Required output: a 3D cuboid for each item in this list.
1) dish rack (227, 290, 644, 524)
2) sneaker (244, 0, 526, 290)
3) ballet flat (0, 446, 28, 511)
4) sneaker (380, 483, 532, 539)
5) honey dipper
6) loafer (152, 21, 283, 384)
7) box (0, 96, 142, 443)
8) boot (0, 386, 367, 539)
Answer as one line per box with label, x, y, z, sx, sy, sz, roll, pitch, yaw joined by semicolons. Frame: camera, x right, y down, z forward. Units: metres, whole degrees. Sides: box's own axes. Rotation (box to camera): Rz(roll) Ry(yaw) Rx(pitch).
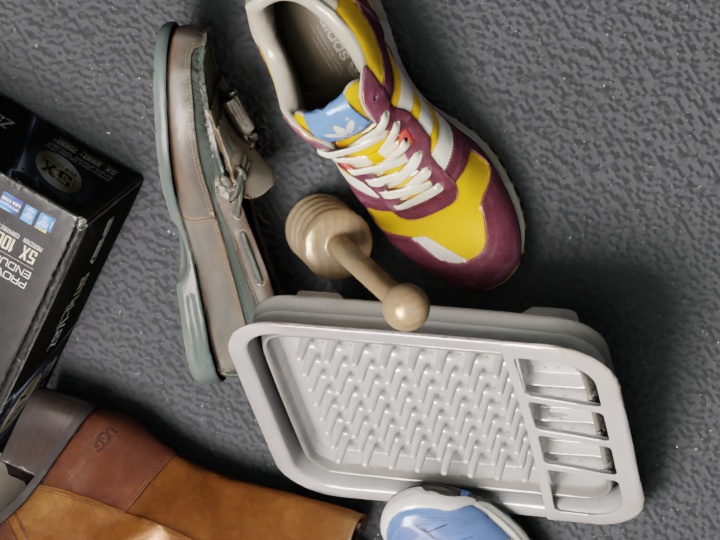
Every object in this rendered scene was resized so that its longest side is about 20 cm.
dish rack;0.043;0.064;1.429;0.199;0.044;0.172;4;147;16
sneaker;0.006;-0.067;1.406;0.075;0.090;0.200;-35;95;24
ballet flat;-0.181;0.182;1.574;0.067;0.046;0.200;-31;104;-13
sneaker;0.069;0.202;1.472;0.076;0.077;0.200;-22;107;24
honey dipper;0.000;0.000;1.375;0.038;0.200;0.038;-3;104;-12
loafer;-0.066;-0.036;1.455;0.063;0.072;0.201;-1;116;10
box;-0.245;-0.021;1.501;0.200;0.086;0.164;31;114;5
boot;-0.118;0.182;1.503;0.200;0.068;0.189;24;76;6
